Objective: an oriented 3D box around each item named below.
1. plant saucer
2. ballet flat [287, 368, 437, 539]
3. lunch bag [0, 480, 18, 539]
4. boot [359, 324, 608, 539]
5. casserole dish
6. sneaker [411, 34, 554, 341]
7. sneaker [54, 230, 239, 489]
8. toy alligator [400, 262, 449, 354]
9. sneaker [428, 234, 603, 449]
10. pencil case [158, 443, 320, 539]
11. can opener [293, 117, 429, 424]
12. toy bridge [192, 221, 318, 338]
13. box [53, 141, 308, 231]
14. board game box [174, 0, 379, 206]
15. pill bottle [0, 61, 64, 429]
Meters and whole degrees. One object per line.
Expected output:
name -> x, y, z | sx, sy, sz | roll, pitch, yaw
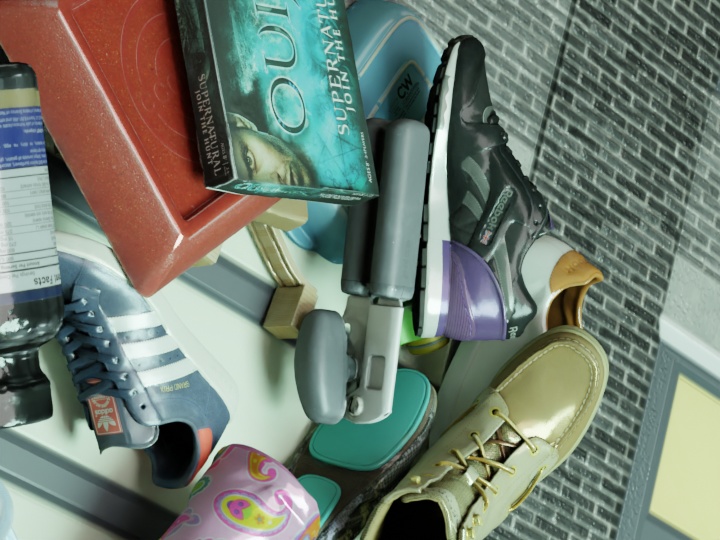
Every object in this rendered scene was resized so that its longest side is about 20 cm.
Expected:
plant saucer -> -0.112, -0.113, 1.670 | 0.200, 0.037, 0.200 | -40, 104, -50
ballet flat -> -0.016, 0.145, 1.805 | 0.200, 0.072, 0.072 | -48, 120, -37
lunch bag -> -0.254, 0.178, 1.409 | 0.170, 0.127, 0.200 | -41, 121, -44
boot -> 0.076, 0.126, 1.782 | 0.073, 0.200, 0.155 | 45, 16, 5
casserole dish -> 0.009, -0.095, 1.859 | 0.121, 0.039, 0.200 | 54, 51, -30
sneaker -> 0.084, -0.053, 1.829 | 0.087, 0.076, 0.200 | 4, 87, -3
sneaker -> -0.148, 0.057, 1.654 | 0.200, 0.075, 0.085 | 46, 52, -35
toy alligator -> 0.043, 0.027, 1.872 | 0.200, 0.054, 0.059 | -31, 109, -43
sneaker -> 0.107, 0.077, 1.873 | 0.073, 0.085, 0.200 | -9, 120, -57
pencil case -> -0.109, 0.198, 1.661 | 0.200, 0.087, 0.087 | -50, 122, -24
can opener -> 0.000, 0.000, 1.784 | 0.067, 0.053, 0.200 | 7, 88, -45
toy bridge -> -0.095, -0.035, 1.752 | 0.200, 0.027, 0.067 | 40, 58, -37
box -> -0.110, -0.123, 1.726 | 0.200, 0.021, 0.164 | 18, 62, -45
board game box -> -0.057, -0.142, 1.697 | 0.135, 0.028, 0.200 | 4, 72, -50
pill bottle -> -0.225, -0.012, 1.552 | 0.112, 0.112, 0.200 | -9, 94, -46
